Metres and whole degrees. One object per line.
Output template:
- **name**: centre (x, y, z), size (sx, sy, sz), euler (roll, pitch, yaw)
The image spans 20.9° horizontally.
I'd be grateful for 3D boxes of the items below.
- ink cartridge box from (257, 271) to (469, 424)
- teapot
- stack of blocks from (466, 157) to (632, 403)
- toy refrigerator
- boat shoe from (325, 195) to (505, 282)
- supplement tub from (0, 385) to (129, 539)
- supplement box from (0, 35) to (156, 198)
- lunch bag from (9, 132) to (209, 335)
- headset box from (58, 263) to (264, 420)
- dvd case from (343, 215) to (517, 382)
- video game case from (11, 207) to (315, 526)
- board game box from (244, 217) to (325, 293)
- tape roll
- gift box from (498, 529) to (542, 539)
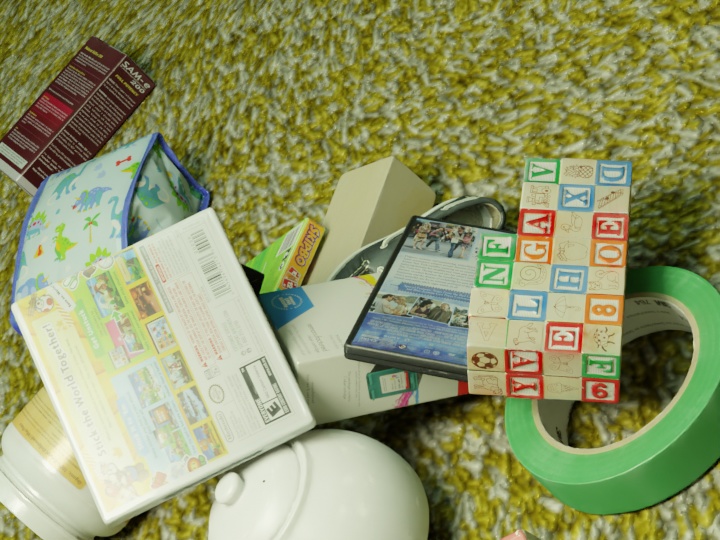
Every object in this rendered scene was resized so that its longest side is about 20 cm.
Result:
- **ink cartridge box**: centre (0.025, 0.056, 1.615), size (0.199, 0.067, 0.116), euler (-11, 32, -17)
- **teapot**: centre (-0.051, 0.204, 1.541), size (0.200, 0.146, 0.198), euler (-20, 46, 46)
- **stack of blocks**: centre (0.149, 0.003, 1.510), size (0.115, 0.059, 0.200), euler (3, 49, 9)
- **toy refrigerator**: centre (0.000, 0.000, 1.790), size (0.076, 0.070, 0.200), euler (-18, 42, 45)
- **boat shoe**: centre (0.042, -0.004, 1.701), size (0.200, 0.076, 0.060), euler (-42, 10, -19)
- **supplement tub**: centre (-0.241, 0.154, 1.812), size (0.200, 0.145, 0.145), euler (-48, 35, -5)
- **supplement box**: centre (-0.348, -0.180, 2.338), size (0.200, 0.061, 0.109), euler (-50, 35, -5)
- **lunch bag**: centre (-0.269, -0.025, 2.042), size (0.170, 0.128, 0.200), euler (-21, 32, 31)
- **headset box**: centre (-0.176, 0.068, 1.662), size (0.200, 0.077, 0.149), euler (-14, 56, 60)
- **dvd case**: centre (0.082, 0.023, 1.584), size (0.142, 0.018, 0.200), euler (10, 36, 14)
- **video game case**: centre (-0.157, 0.074, 1.542), size (0.182, 0.023, 0.200), euler (-26, 72, -2)
- **board game box**: centre (-0.101, 0.024, 1.853), size (0.200, 0.030, 0.096), euler (-30, 32, 56)
- **tape roll**: centre (0.206, 0.090, 1.499), size (0.200, 0.048, 0.201), euler (-27, 39, 24)
- **gift box**: centre (0.104, 0.307, 1.271), size (0.184, 0.187, 0.200), euler (-27, 58, 22)
